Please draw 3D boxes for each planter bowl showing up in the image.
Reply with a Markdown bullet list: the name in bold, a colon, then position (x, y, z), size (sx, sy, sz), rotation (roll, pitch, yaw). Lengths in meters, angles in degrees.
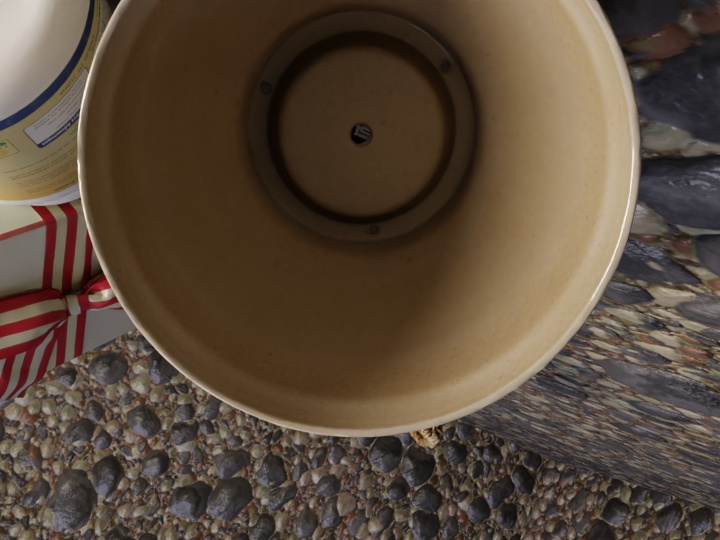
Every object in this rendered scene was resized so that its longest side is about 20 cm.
- **planter bowl**: position (0.000, -0.052, 0.358), size (0.199, 0.201, 0.135), rotation (22, -163, -6)

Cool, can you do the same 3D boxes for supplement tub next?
- **supplement tub**: position (-0.206, -0.119, 0.474), size (0.143, 0.145, 0.200), rotation (21, 169, -1)

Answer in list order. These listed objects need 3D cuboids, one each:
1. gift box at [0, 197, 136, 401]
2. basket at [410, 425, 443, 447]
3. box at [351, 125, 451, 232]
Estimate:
- **gift box**: position (-0.262, -0.016, 0.661), size (0.186, 0.184, 0.201), rotation (40, 138, 23)
- **basket**: position (0.040, 0.122, 1.011), size (0.142, 0.150, 0.200), rotation (16, 171, 2)
- **box**: position (0.039, -0.042, 0.540), size (0.163, 0.087, 0.200), rotation (23, 170, -5)
